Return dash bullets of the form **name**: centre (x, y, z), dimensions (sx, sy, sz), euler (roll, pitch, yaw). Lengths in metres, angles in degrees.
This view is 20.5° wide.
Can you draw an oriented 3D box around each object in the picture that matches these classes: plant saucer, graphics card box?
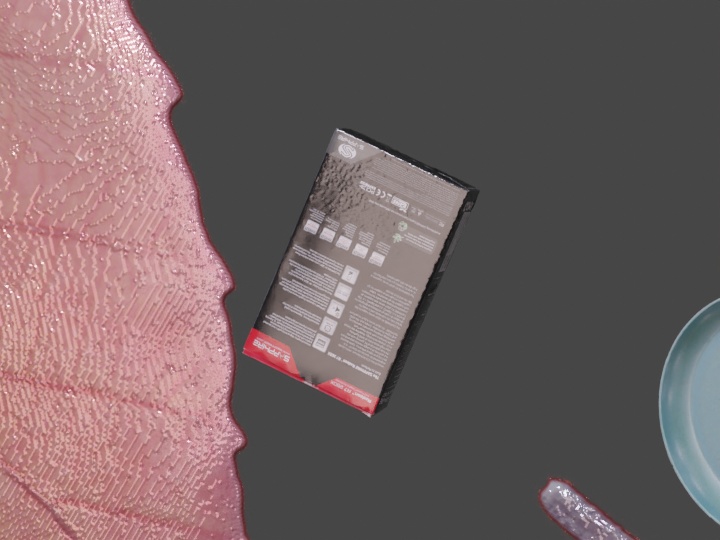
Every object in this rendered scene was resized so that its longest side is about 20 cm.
- **plant saucer**: centre (0.319, 0.111, 1.509), dimensions (0.199, 0.027, 0.202), euler (9, 104, 35)
- **graphics card box**: centre (0.000, 0.000, 1.611), dimensions (0.125, 0.051, 0.202), euler (25, 100, 13)
